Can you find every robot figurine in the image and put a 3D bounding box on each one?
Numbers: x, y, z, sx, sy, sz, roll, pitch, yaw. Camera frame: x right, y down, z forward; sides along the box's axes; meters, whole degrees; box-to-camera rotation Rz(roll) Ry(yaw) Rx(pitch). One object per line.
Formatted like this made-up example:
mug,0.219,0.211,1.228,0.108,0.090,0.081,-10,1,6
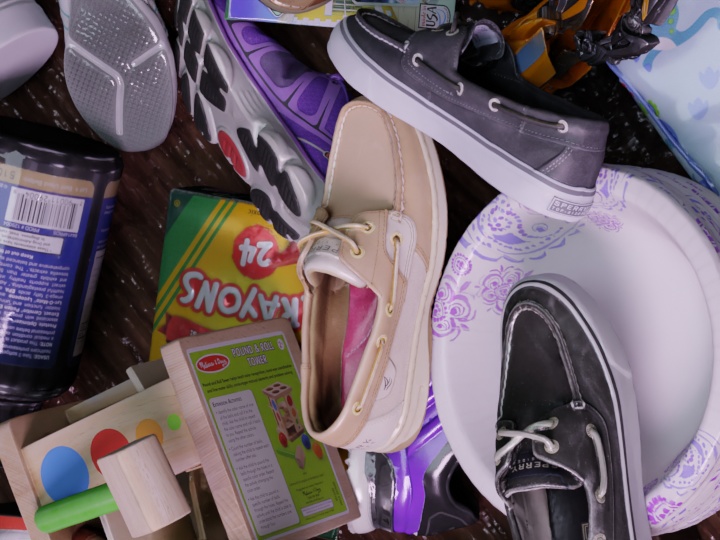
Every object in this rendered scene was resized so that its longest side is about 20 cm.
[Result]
robot figurine,0.114,-0.165,1.273,0.200,0.058,0.146,140,135,-55

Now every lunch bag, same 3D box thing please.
lunch bag,0.240,-0.107,1.285,0.160,0.082,0.201,-36,82,16

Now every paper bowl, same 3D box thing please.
paper bowl,0.143,0.045,1.281,0.200,0.104,0.203,-3,86,40

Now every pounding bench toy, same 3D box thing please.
pounding bench toy,-0.127,0.121,1.313,0.155,0.200,0.125,-24,84,26

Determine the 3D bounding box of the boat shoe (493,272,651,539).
boat shoe,0.103,0.098,1.205,0.070,0.063,0.202,-22,75,38

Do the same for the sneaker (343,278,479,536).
sneaker,0.047,0.058,1.379,0.099,0.070,0.202,6,99,13

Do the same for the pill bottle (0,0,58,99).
pill bottle,-0.277,-0.198,1.457,0.113,0.113,0.201,-40,80,18

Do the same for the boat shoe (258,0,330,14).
boat shoe,0.017,-0.220,1.318,0.076,0.074,0.200,42,89,-10

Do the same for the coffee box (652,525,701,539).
coffee box,0.111,0.224,1.353,0.199,0.080,0.115,-26,84,20

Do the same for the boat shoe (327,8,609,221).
boat shoe,0.059,-0.101,1.255,0.200,0.070,0.067,42,118,42

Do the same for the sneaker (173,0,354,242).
sneaker,-0.049,-0.101,1.402,0.201,0.083,0.081,57,153,24

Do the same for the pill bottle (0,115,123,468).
pill bottle,-0.219,0.013,1.448,0.111,0.112,0.202,17,98,19

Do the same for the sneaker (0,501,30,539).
sneaker,-0.228,0.204,1.489,0.200,0.067,0.109,-6,92,24

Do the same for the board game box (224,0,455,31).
board game box,-0.005,-0.240,1.365,0.133,0.029,0.202,3,95,-8

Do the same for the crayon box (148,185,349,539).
crayon box,-0.062,0.058,1.424,0.126,0.051,0.202,9,97,19

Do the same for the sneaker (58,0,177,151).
sneaker,-0.153,-0.172,1.438,0.070,0.080,0.202,-12,108,15

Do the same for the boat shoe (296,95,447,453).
boat shoe,0.000,0.000,1.295,0.073,0.069,0.202,-2,87,44
